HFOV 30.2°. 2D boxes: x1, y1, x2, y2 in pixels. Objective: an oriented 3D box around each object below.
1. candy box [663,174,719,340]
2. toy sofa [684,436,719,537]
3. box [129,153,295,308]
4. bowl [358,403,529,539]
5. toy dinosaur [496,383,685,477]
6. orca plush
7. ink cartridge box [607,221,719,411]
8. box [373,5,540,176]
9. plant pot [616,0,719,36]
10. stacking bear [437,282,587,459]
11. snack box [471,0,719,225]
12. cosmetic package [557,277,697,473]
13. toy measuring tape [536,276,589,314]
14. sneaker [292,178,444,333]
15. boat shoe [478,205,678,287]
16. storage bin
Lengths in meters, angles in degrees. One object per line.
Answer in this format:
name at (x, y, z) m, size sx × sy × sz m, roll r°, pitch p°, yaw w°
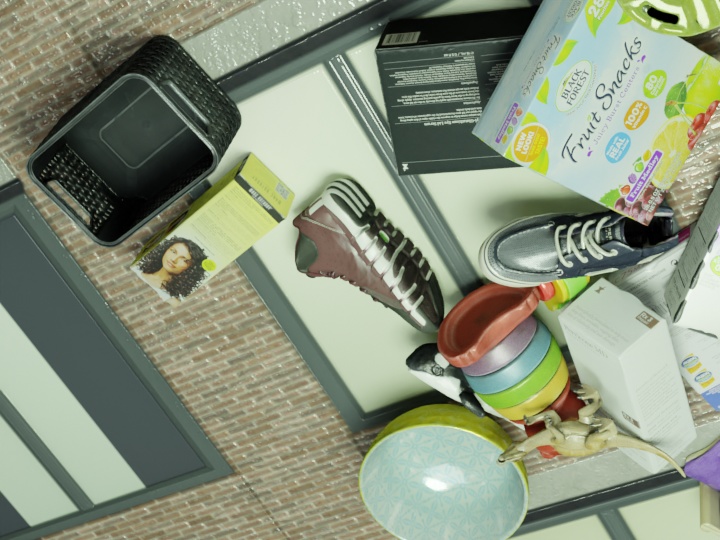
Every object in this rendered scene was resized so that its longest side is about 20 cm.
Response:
candy box at (0.420, -0.018, 1.324) m, size 0.166 × 0.072 × 0.201 m, roll 18°, pitch 114°, yaw -4°
toy sofa at (0.457, 0.217, 1.497) m, size 0.097 × 0.083 × 0.200 m, roll 32°, pitch 125°, yaw -11°
box at (-0.167, -0.042, 1.496) m, size 0.075 × 0.050 × 0.200 m, roll 43°, pitch 122°, yaw -16°
bowl at (0.104, 0.225, 1.574) m, size 0.198 × 0.108 × 0.202 m, roll 6°, pitch 125°, yaw 9°
toy dinosaur at (0.242, 0.171, 1.401) m, size 0.198 × 0.059 × 0.102 m, roll 0°, pitch 142°, yaw 8°
orca plush at (0.149, 0.123, 1.514) m, size 0.199 × 0.105 × 0.071 m, roll 32°, pitch 101°, yaw -9°
ink cartridge box at (0.372, 0.054, 1.434) m, size 0.119 × 0.042 × 0.200 m, roll -34°, pitch 107°, yaw 31°
box at (0.126, -0.177, 1.315) m, size 0.198 × 0.079 × 0.142 m, roll -3°, pitch 120°, yaw 15°
plant pot at (0.275, -0.294, 1.131) m, size 0.198 × 0.190 × 0.201 m, roll 6°, pitch 124°, yaw 10°
stacking bear at (0.181, 0.119, 1.450) m, size 0.121 × 0.114 × 0.200 m, roll -40°, pitch 111°, yaw -6°
snack box at (0.226, -0.155, 1.230) m, size 0.199 × 0.068 × 0.170 m, roll 20°, pitch 105°, yaw -32°
cosmetic package at (0.287, 0.115, 1.425) m, size 0.074 × 0.102 × 0.201 m, roll -38°, pitch 131°, yaw -12°
toy measuring tape at (0.228, 0.030, 1.428) m, size 0.073 × 0.074 × 0.201 m, roll -23°, pitch 110°, yaw 26°
sneaker at (0.000, 0.000, 1.478) m, size 0.115 × 0.076 × 0.201 m, roll -30°, pitch 102°, yaw 35°
boat shoe at (0.222, -0.032, 1.340) m, size 0.198 × 0.093 × 0.075 m, roll -11°, pitch 83°, yaw -12°
storage bin at (-0.241, -0.135, 1.425) m, size 0.199 × 0.094 × 0.135 m, roll -33°, pitch 111°, yaw 31°
